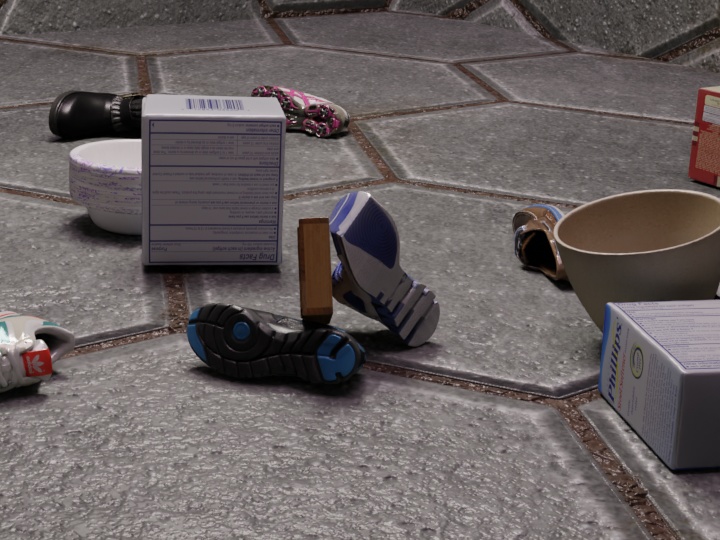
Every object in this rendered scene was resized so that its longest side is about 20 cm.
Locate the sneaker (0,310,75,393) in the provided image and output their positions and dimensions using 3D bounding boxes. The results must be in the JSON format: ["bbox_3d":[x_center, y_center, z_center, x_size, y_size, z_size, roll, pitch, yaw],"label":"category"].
[{"bbox_3d":[-0.362,0.088,1.388,0.092,0.072,0.199,3,14,21],"label":"sneaker"}]

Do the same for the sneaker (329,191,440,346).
[{"bbox_3d":[0.000,0.000,1.565,0.114,0.200,0.081,17,58,44],"label":"sneaker"}]

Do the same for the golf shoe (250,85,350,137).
[{"bbox_3d":[-0.114,-0.298,2.618,0.198,0.074,0.092,21,17,19],"label":"golf shoe"}]

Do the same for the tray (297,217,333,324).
[{"bbox_3d":[-0.051,0.005,1.530,0.036,0.100,0.200,-3,-5,-3],"label":"tray"}]

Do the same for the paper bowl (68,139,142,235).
[{"bbox_3d":[-0.312,-0.116,1.967,0.197,0.106,0.201,2,18,-1],"label":"paper bowl"}]

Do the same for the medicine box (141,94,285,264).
[{"bbox_3d":[-0.193,-0.115,1.802,0.179,0.203,0.103,0,20,-9],"label":"medicine box"}]

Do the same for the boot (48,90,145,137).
[{"bbox_3d":[-0.436,-0.276,2.473,0.156,0.081,0.210,13,20,27],"label":"boot"}]

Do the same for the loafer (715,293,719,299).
[{"bbox_3d":[0.417,0.046,1.653,0.071,0.064,0.200,-4,19,-19],"label":"loafer"}]

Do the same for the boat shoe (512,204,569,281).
[{"bbox_3d":[0.247,-0.040,1.874,0.071,0.073,0.200,-6,20,-21],"label":"boat shoe"}]

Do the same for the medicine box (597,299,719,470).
[{"bbox_3d":[0.359,0.108,1.392,0.179,0.105,0.200,-1,18,-12],"label":"medicine box"}]

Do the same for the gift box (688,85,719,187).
[{"bbox_3d":[0.687,-0.237,2.352,0.185,0.203,0.184,-10,26,-37],"label":"gift box"}]

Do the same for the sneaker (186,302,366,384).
[{"bbox_3d":[-0.089,0.083,1.482,0.197,0.074,0.082,13,2,15],"label":"sneaker"}]

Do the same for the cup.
[{"bbox_3d":[0.328,0.009,1.592,0.197,0.145,0.201,-9,20,3],"label":"cup"}]
